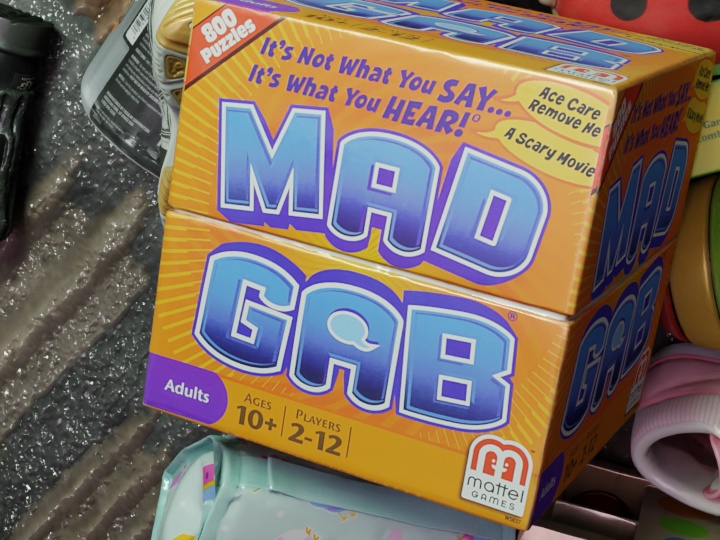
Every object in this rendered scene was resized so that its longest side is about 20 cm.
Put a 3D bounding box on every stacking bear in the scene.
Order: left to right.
[{"bbox_3d":[0.201,-0.005,0.921,0.200,0.114,0.122,-6,95,26],"label":"stacking bear"}]

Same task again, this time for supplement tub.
[{"bbox_3d":[-0.067,-0.152,0.990,0.122,0.122,0.200,41,109,11],"label":"supplement tub"}]

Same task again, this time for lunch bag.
[{"bbox_3d":[-0.023,0.154,0.924,0.170,0.200,0.122,14,67,-13],"label":"lunch bag"}]

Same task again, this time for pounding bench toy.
[{"bbox_3d":[0.140,0.225,0.944,0.124,0.156,0.200,14,103,11],"label":"pounding bench toy"}]

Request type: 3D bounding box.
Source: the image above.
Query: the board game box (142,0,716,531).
[{"bbox_3d":[0.038,-0.023,0.822,0.199,0.200,0.200,15,108,20],"label":"board game box"}]

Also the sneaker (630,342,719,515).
[{"bbox_3d":[0.242,0.094,0.909,0.200,0.105,0.075,4,119,22],"label":"sneaker"}]

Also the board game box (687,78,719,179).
[{"bbox_3d":[0.257,-0.095,0.885,0.200,0.102,0.048,-15,91,22],"label":"board game box"}]

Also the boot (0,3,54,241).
[{"bbox_3d":[-0.311,-0.117,1.111,0.211,0.079,0.158,22,105,16],"label":"boot"}]

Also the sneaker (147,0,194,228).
[{"bbox_3d":[-0.076,-0.095,0.908,0.075,0.088,0.200,-4,141,-9],"label":"sneaker"}]

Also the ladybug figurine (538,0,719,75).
[{"bbox_3d":[0.190,-0.174,0.881,0.200,0.072,0.136,-18,88,5],"label":"ladybug figurine"}]
